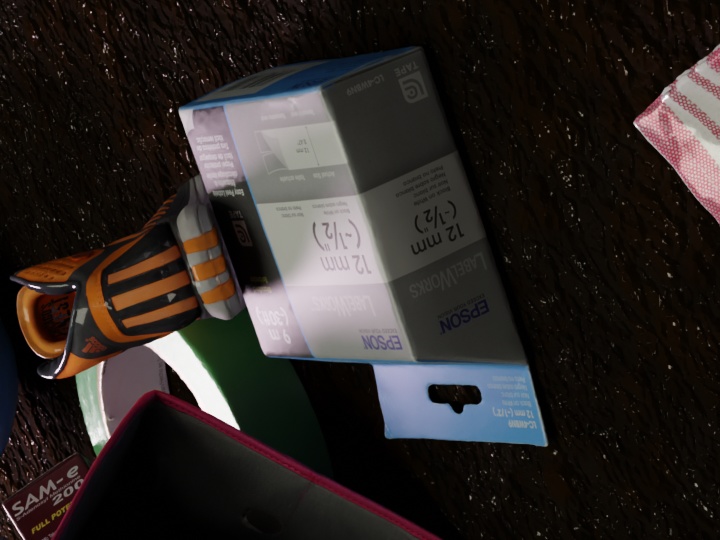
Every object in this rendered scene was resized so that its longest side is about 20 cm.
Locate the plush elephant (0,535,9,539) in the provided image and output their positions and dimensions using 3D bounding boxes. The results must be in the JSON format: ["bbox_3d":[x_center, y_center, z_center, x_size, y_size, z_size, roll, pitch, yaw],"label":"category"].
[{"bbox_3d":[-0.242,0.242,1.726,0.200,0.165,0.155,-8,66,27],"label":"plush elephant"}]

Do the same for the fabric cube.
[{"bbox_3d":[-0.087,0.220,1.320,0.200,0.196,0.199,29,144,-1],"label":"fabric cube"}]

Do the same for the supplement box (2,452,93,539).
[{"bbox_3d":[-0.131,0.214,1.552,0.200,0.061,0.109,55,179,16],"label":"supplement box"}]

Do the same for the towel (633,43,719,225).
[{"bbox_3d":[0.186,-0.042,0.927,0.147,0.030,0.200,59,150,10],"label":"towel"}]

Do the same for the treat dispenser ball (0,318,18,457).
[{"bbox_3d":[-0.324,0.076,1.660,0.201,0.201,0.201,37,140,40],"label":"treat dispenser ball"}]

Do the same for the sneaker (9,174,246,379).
[{"bbox_3d":[-0.121,0.003,1.309,0.200,0.112,0.078,-80,-29,-89],"label":"sneaker"}]

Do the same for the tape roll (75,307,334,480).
[{"bbox_3d":[-0.091,0.096,1.456,0.200,0.048,0.201,39,141,40],"label":"tape roll"}]

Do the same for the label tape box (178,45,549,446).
[{"bbox_3d":[0.000,0.000,1.222,0.143,0.066,0.200,-1,109,59],"label":"label tape box"}]
